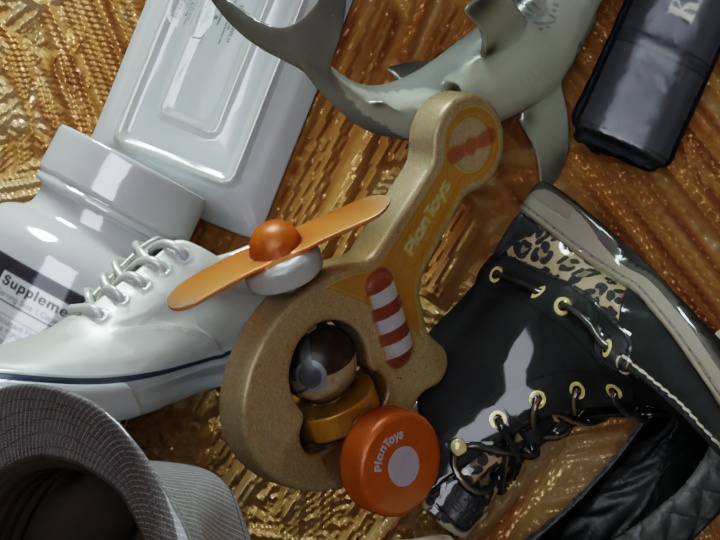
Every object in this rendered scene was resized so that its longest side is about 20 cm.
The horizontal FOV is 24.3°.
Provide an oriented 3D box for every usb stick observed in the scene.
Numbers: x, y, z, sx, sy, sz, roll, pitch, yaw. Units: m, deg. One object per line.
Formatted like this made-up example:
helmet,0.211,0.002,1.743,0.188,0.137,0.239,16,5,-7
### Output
usb stick,0.165,-0.145,0.826,0.055,0.033,0.202,24,87,13

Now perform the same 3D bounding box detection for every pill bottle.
pill bottle,-0.156,0.036,0.822,0.111,0.111,0.201,27,88,12

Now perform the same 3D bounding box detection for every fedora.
fedora,-0.094,0.145,0.669,0.176,0.090,0.203,-1,89,42

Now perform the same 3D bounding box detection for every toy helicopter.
toy helicopter,0.000,0.000,0.742,0.079,0.132,0.201,9,63,52

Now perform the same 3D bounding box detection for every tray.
tray,-0.066,-0.129,0.872,0.106,0.022,0.202,21,87,13

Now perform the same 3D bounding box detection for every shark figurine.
shark figurine,0.027,-0.098,0.813,0.089,0.213,0.130,25,122,48

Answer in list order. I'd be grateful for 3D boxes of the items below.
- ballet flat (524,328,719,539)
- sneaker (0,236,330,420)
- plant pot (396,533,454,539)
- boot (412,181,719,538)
ballet flat,0.129,0.101,0.781,0.057,0.066,0.201,36,93,-24
sneaker,-0.097,0.021,0.752,0.073,0.199,0.072,7,104,44
plant pot,0.009,0.224,0.733,0.199,0.200,0.185,-22,74,7
boot,0.090,0.063,0.764,0.151,0.073,0.200,-45,45,6
